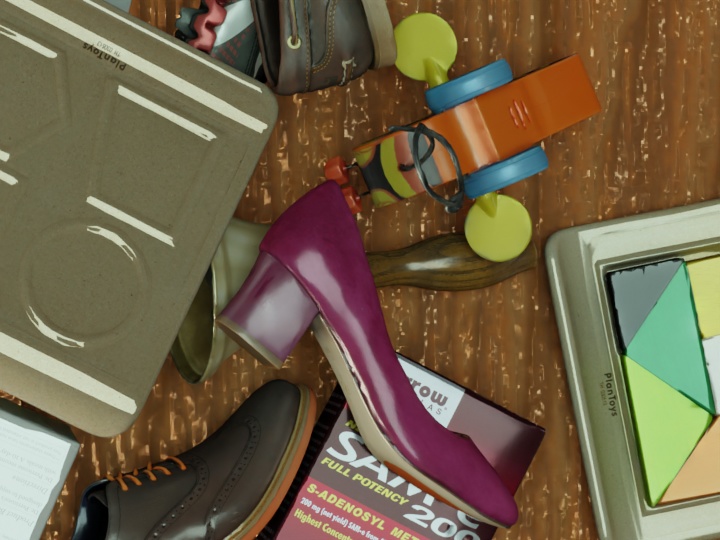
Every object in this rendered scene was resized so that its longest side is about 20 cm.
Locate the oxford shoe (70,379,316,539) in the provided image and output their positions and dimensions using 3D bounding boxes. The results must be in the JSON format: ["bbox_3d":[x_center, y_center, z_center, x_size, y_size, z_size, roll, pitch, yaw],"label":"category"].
[{"bbox_3d":[-0.099,0.123,1.454,0.073,0.071,0.200,47,68,-18],"label":"oxford shoe"}]

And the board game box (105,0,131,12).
[{"bbox_3d":[-0.233,-0.092,1.408,0.200,0.026,0.200,20,70,-19],"label":"board game box"}]

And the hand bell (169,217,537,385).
[{"bbox_3d":[0.000,0.000,1.489,0.200,0.104,0.104,-5,92,-21],"label":"hand bell"}]

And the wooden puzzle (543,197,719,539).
[{"bbox_3d":[0.212,0.051,1.529,0.200,0.037,0.185,-11,92,-7],"label":"wooden puzzle"}]

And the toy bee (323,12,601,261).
[{"bbox_3d":[0.038,-0.071,1.458,0.109,0.200,0.131,-19,74,34],"label":"toy bee"}]

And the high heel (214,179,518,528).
[{"bbox_3d":[0.026,0.047,1.423,0.200,0.067,0.096,41,80,-21],"label":"high heel"}]

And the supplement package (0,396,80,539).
[{"bbox_3d":[-0.236,0.155,1.432,0.109,0.114,0.200,24,87,-9],"label":"supplement package"}]

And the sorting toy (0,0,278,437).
[{"bbox_3d":[-0.160,-0.040,1.388,0.185,0.036,0.200,27,73,-8],"label":"sorting toy"}]

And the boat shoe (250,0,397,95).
[{"bbox_3d":[-0.043,-0.188,1.405,0.070,0.070,0.200,-18,89,-11],"label":"boat shoe"}]

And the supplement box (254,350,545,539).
[{"bbox_3d":[0.005,0.149,1.491,0.109,0.061,0.200,27,86,-7],"label":"supplement box"}]

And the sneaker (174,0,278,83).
[{"bbox_3d":[-0.040,-0.145,1.475,0.098,0.071,0.201,25,86,-5],"label":"sneaker"}]
